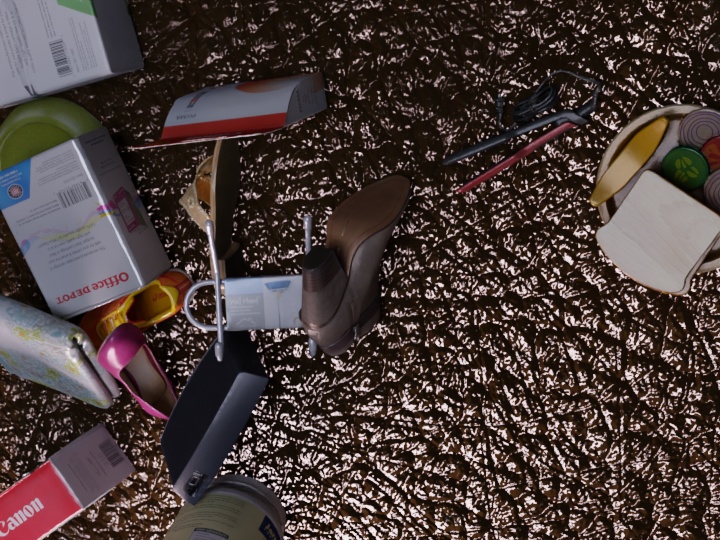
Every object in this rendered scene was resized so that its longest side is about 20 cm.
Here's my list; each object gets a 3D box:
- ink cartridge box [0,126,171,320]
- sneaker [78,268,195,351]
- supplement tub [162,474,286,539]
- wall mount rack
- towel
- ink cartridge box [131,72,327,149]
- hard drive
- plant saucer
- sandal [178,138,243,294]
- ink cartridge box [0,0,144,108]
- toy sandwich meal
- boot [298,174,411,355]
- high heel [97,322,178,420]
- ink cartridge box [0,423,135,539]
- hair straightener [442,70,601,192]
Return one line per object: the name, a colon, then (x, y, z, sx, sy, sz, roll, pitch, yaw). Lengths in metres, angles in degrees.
ink cartridge box: (-0.349, -0.057, 1.552, 0.144, 0.085, 0.200, -20, 100, 22)
sneaker: (-0.304, 0.055, 1.600, 0.200, 0.077, 0.073, -32, 92, 27)
supplement tub: (-0.179, 0.362, 1.550, 0.145, 0.200, 0.145, 7, 118, 12)
wall mount rack: (-0.116, 0.017, 1.483, 0.200, 0.075, 0.174, -3, 102, -2)
towel: (-0.411, 0.100, 1.611, 0.171, 0.048, 0.200, 17, 153, 17)
ink cartridge box: (-0.148, -0.182, 1.407, 0.162, 0.200, 0.050, -4, 102, 22)
hard drive: (-0.189, 0.178, 1.556, 0.042, 0.135, 0.200, 21, 110, -29)
plant saucer: (-0.405, -0.124, 1.617, 0.200, 0.031, 0.200, 6, 106, 20)
sandal: (-0.190, -0.072, 1.522, 0.070, 0.078, 0.212, 6, 112, 18)
ink cartridge box: (-0.388, -0.293, 1.536, 0.200, 0.084, 0.146, -10, 99, 24)
toy sandwich meal: (0.335, -0.076, 1.318, 0.205, 0.070, 0.206, 5, 106, 20)
boot: (0.000, 0.000, 1.457, 0.070, 0.200, 0.146, 29, 150, 36)
high heel: (-0.271, 0.133, 1.560, 0.096, 0.067, 0.200, 39, 157, 14)
ink cartridge box: (-0.432, 0.313, 1.662, 0.200, 0.176, 0.084, -36, 89, 26)
hair straightener: (0.175, -0.164, 1.374, 0.200, 0.041, 0.077, -29, 92, 25)
